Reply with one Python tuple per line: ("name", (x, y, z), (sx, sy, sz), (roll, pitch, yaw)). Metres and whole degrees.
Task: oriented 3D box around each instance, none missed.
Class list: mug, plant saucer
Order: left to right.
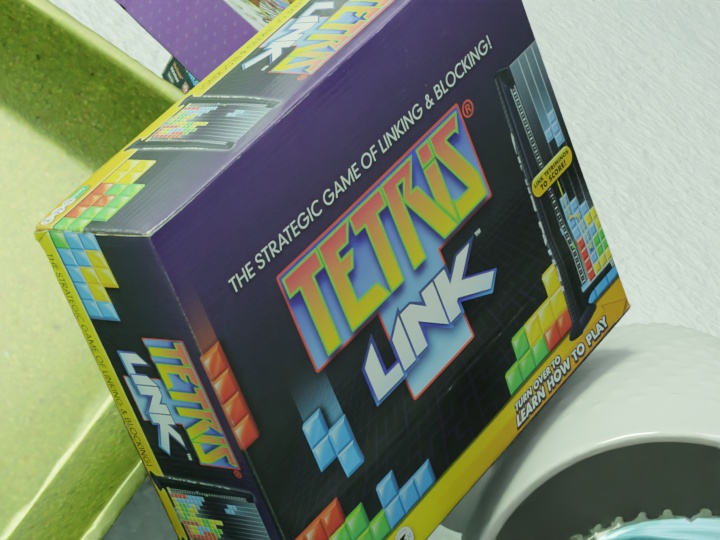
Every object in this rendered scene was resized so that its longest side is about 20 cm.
("plant saucer", (-0.142, -0.001, 0.886), (0.200, 0.048, 0.200), (34, 59, 2))
("mug", (0.090, 0.087, 0.994), (0.200, 0.148, 0.175), (21, 19, -4))

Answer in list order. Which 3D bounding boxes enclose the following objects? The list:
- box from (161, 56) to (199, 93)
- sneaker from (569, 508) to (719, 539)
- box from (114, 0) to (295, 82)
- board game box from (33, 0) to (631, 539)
("box", (0.003, -0.039, 1.259), (0.159, 0.046, 0.200), (18, 26, -31))
("sneaker", (0.140, 0.151, 0.833), (0.200, 0.079, 0.096), (30, 37, -17))
("box", (-0.018, -0.084, 1.161), (0.137, 0.039, 0.200), (20, 15, -36))
("board game box", (0.000, 0.000, 0.878), (0.057, 0.165, 0.200), (5, 38, 40))
